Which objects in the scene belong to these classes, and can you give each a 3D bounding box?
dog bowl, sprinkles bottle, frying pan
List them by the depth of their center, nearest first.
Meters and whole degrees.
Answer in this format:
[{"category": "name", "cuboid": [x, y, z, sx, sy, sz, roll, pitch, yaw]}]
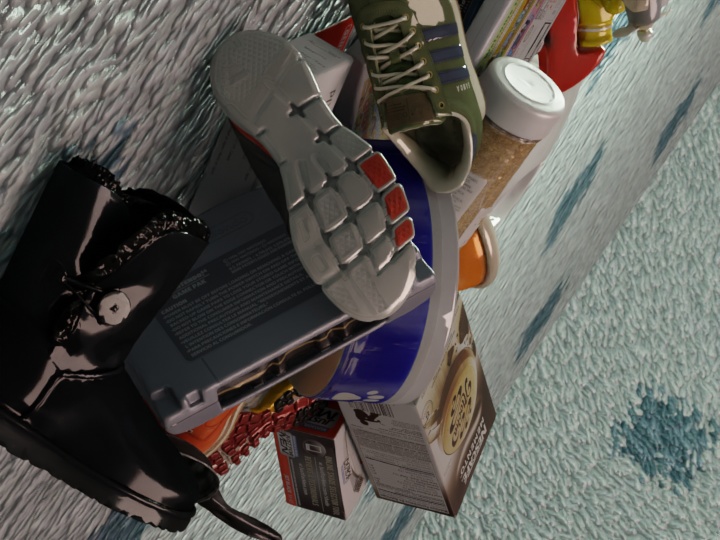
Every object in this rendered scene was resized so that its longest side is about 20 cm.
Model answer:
[{"category": "frying pan", "cuboid": [-0.125, 0.154, 1.344, 0.115, 0.190, 0.031, 134, -35, -54]}, {"category": "dog bowl", "cuboid": [0.000, 0.000, 1.380, 0.200, 0.079, 0.200, -177, -90, -69]}, {"category": "sprinkles bottle", "cuboid": [0.081, -0.074, 1.436, 0.200, 0.068, 0.068, -55, 172, 35]}]

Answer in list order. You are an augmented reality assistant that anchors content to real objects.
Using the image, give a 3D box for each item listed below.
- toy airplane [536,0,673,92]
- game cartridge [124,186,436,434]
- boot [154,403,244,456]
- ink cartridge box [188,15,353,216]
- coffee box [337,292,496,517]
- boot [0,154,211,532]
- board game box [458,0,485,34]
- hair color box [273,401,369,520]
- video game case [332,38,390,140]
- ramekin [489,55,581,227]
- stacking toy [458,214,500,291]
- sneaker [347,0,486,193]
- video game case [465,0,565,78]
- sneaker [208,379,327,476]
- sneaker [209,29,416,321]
[{"category": "toy airplane", "cuboid": [0.215, -0.275, 1.612, 0.199, 0.141, 0.200, 130, -32, -64]}, {"category": "game cartridge", "cuboid": [-0.068, 0.011, 1.184, 0.200, 0.133, 0.040, -27, 146, -15]}, {"category": "boot", "cuboid": [-0.124, 0.087, 1.337, 0.200, 0.075, 0.107, -47, 169, 26]}, {"category": "ink cartridge box", "cuboid": [-0.059, -0.077, 1.310, 0.174, 0.044, 0.200, -34, 153, -59]}, {"category": "coffee box", "cuboid": [0.048, 0.110, 1.547, 0.200, 0.080, 0.113, 70, 38, -54]}, {"category": "boot", "cuboid": [-0.132, 0.044, 1.055, 0.200, 0.076, 0.168, 35, 88, -34]}, {"category": "board game box", "cuboid": [0.112, -0.240, 1.466, 0.200, 0.047, 0.151, -37, 155, -57]}, {"category": "hair color box", "cuboid": [-0.004, 0.106, 1.610, 0.111, 0.064, 0.200, 83, 27, -43]}, {"category": "video game case", "cuboid": [0.031, -0.160, 1.500, 0.182, 0.023, 0.200, -50, 165, -33]}, {"category": "ramekin", "cuboid": [0.124, -0.135, 1.760, 0.202, 0.094, 0.202, -55, 167, -19]}, {"category": "stacking toy", "cuboid": [0.006, -0.010, 1.562, 0.200, 0.146, 0.146, -30, 159, -17]}, {"category": "sneaker", "cuboid": [0.039, -0.137, 1.266, 0.200, 0.067, 0.090, 60, 29, -43]}, {"category": "video game case", "cuboid": [0.141, -0.232, 1.440, 0.200, 0.022, 0.182, -60, 168, 16]}, {"category": "sneaker", "cuboid": [-0.112, 0.109, 1.483, 0.200, 0.082, 0.078, -28, 146, -34]}, {"category": "sneaker", "cuboid": [-0.027, -0.058, 1.158, 0.077, 0.200, 0.082, -26, 174, -8]}]
